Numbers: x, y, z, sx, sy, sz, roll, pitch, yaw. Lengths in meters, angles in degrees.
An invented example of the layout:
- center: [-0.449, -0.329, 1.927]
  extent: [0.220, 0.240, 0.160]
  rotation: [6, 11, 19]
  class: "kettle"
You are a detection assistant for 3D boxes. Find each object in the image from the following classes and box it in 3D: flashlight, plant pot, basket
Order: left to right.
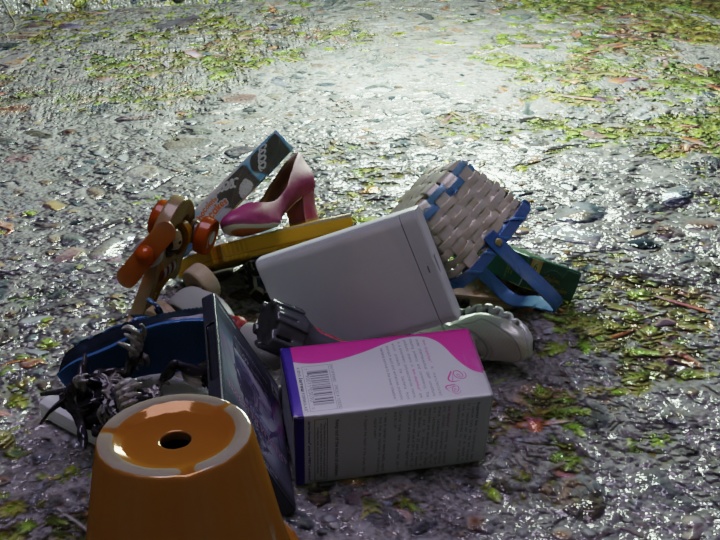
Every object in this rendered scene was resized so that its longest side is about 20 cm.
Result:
- center: [-0.144, 0.212, 0.984]
  extent: [0.198, 0.185, 0.200]
  rotation: [-1, 25, 0]
  class: "plant pot"
- center: [-0.021, 0.084, 1.281]
  extent: [0.199, 0.068, 0.068]
  rotation: [25, -20, -29]
  class: "flashlight"
- center: [0.134, -0.027, 1.381]
  extent: [0.139, 0.200, 0.176]
  rotation: [-52, 9, -9]
  class: "basket"

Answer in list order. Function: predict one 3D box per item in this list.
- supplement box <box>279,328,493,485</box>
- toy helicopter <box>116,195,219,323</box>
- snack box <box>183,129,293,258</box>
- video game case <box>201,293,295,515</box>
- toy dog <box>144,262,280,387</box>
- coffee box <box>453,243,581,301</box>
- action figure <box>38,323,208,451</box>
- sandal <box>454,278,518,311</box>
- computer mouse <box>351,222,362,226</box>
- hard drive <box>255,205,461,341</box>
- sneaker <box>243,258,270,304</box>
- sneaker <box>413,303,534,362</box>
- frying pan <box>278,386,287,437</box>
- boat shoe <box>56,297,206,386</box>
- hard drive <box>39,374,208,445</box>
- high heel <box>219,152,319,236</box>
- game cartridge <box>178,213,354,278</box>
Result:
- center: [0.024, 0.136, 1.212]
  extent: [0.198, 0.104, 0.102]
  rotation: [-6, 40, -8]
  class: "supplement box"
- center: [-0.246, 0.006, 1.430]
  extent: [0.078, 0.201, 0.132]
  rotation: [21, -2, 7]
  class: "toy helicopter"
- center: [-0.174, -0.098, 1.569]
  extent: [0.200, 0.037, 0.116]
  rotation: [-45, 6, -5]
  class: "snack box"
- center: [-0.113, 0.129, 1.193]
  extent: [0.019, 0.143, 0.200]
  rotation: [-27, 32, 6]
  class: "video game case"
- center: [-0.162, 0.079, 1.395]
  extent: [0.131, 0.097, 0.200]
  rotation: [-28, 44, -13]
  class: "toy dog"
- center: [0.176, -0.018, 1.570]
  extent: [0.199, 0.044, 0.123]
  rotation: [25, 6, 43]
  class: "coffee box"
- center: [-0.231, 0.116, 1.226]
  extent: [0.198, 0.102, 0.119]
  rotation: [-3, 47, -10]
  class: "action figure"
- center: [0.099, 0.004, 1.551]
  extent: [0.210, 0.070, 0.078]
  rotation: [4, 25, 11]
  class: "sandal"
- center: [0.000, 0.000, 1.440]
  extent: [0.138, 0.053, 0.200]
  rotation: [21, 24, 27]
  class: "computer mouse"
- center: [-0.004, 0.019, 1.327]
  extent: [0.199, 0.133, 0.027]
  rotation: [-17, 15, 23]
  class: "hard drive"
- center: [-0.056, 0.013, 1.532]
  extent: [0.199, 0.079, 0.089]
  rotation: [19, 34, 38]
  class: "sneaker"
- center: [0.108, 0.079, 1.404]
  extent: [0.199, 0.076, 0.081]
  rotation: [11, 40, 33]
  class: "sneaker"
- center: [-0.039, 0.130, 1.343]
  extent: [0.114, 0.031, 0.190]
  rotation: [6, 29, 14]
  class: "frying pan"
- center: [-0.239, 0.070, 1.302]
  extent: [0.198, 0.085, 0.069]
  rotation: [-12, 36, 8]
  class: "boat shoe"
- center: [-0.234, 0.155, 1.297]
  extent: [0.199, 0.026, 0.132]
  rotation: [19, 32, 36]
  class: "hard drive"
- center: [-0.120, -0.099, 1.528]
  extent: [0.067, 0.097, 0.199]
  rotation: [-15, 0, 37]
  class: "high heel"
- center: [-0.130, -0.030, 1.599]
  extent: [0.199, 0.033, 0.176]
  rotation: [-16, 0, -25]
  class: "game cartridge"
